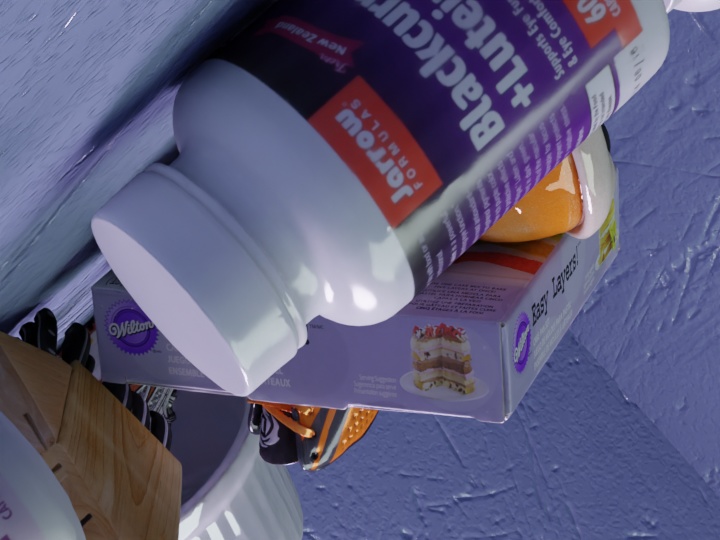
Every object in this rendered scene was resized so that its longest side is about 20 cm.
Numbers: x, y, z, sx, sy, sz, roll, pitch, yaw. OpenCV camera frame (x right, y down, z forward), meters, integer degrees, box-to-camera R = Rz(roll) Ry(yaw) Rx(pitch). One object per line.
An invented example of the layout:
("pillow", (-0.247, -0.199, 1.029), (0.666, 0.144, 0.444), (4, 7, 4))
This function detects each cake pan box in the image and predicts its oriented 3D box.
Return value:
("cake pan box", (0.000, 0.000, 1.135), (0.198, 0.053, 0.184), (5, -157, 22))

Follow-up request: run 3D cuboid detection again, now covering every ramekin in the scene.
("ramekin", (-0.129, 0.144, 1.451), (0.199, 0.098, 0.201), (-21, -150, 13))

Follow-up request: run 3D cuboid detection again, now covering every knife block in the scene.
("knife block", (-0.112, 0.099, 1.082), (0.064, 0.200, 0.175), (-43, 149, 9))

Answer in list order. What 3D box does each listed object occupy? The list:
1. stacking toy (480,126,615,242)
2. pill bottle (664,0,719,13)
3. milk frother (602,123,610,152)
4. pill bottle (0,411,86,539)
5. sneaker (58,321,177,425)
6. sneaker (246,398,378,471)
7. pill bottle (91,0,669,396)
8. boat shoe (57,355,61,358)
("stacking toy", (-0.007, -0.043, 1.057), (0.199, 0.147, 0.146), (-27, 177, -7))
("pill bottle", (0.202, -0.217, 1.412), (0.200, 0.111, 0.111), (-42, 178, -32))
("milk frother", (0.025, -0.051, 1.431), (0.189, 0.199, 0.180), (-66, 166, 8))
("pill bottle", (-0.189, 0.124, 0.793), (0.200, 0.112, 0.112), (-42, 179, -29))
("sneaker", (-0.128, 0.068, 1.394), (0.200, 0.082, 0.078), (-43, 178, -15))
("sneaker", (-0.046, 0.046, 1.270), (0.199, 0.077, 0.113), (2, 111, -40))
("pill bottle", (0.005, -0.052, 0.897), (0.200, 0.112, 0.111), (-43, 179, -15))
("boat shoe", (-0.199, 0.120, 1.281), (0.200, 0.066, 0.070), (-44, 178, 25))
